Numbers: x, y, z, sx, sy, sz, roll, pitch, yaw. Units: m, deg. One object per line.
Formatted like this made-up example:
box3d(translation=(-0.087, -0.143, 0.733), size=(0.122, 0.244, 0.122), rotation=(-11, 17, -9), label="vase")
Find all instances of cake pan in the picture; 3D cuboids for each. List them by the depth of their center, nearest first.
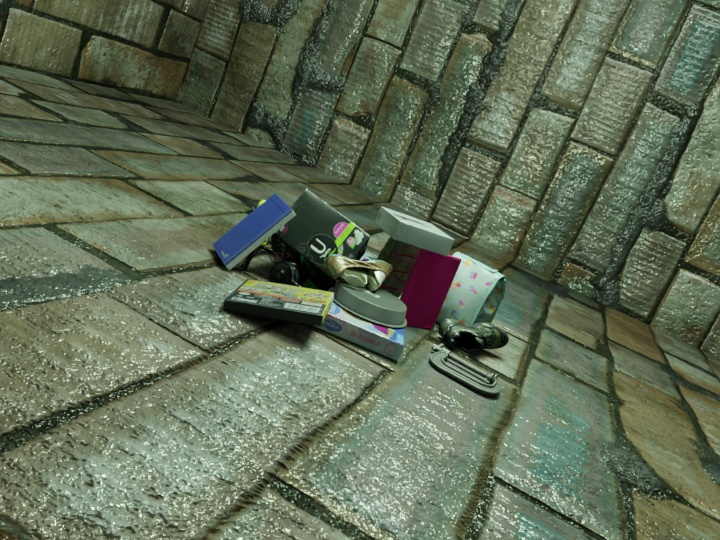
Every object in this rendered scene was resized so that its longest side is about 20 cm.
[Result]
box3d(translation=(0.022, 0.070, 1.558), size=(0.199, 0.037, 0.200), rotation=(22, 13, -5), label="cake pan")

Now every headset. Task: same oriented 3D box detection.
box3d(translation=(-0.182, 0.019, 1.578), size=(0.199, 0.094, 0.124), rotation=(39, 10, 0), label="headset")

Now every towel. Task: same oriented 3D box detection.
box3d(translation=(0.096, -0.009, 1.822), size=(0.147, 0.201, 0.037), rotation=(11, 33, -39), label="towel")

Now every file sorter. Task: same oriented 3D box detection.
box3d(translation=(0.139, 0.028, 1.739), size=(0.138, 0.202, 0.125), rotation=(12, 16, -38), label="file sorter")

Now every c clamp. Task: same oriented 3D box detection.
box3d(translation=(0.239, 0.221, 1.539), size=(0.199, 0.027, 0.170), rotation=(29, 15, 25), label="c clamp")

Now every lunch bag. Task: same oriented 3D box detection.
box3d(translation=(0.291, 0.068, 1.835), size=(0.121, 0.202, 0.170), rotation=(6, 20, -48), label="lunch bag")

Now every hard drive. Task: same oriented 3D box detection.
box3d(translation=(-0.256, -0.096, 1.600), size=(0.025, 0.200, 0.132), rotation=(53, -6, -33), label="hard drive")

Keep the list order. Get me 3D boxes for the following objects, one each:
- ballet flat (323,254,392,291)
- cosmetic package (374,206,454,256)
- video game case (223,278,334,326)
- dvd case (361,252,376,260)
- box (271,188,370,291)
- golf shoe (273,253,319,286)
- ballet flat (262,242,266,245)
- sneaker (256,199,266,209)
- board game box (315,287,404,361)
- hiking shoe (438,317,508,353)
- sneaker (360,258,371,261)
box3d(translation=(0.006, 0.011, 1.563), size=(0.199, 0.068, 0.073), rotation=(12, 36, -40), label="ballet flat")
box3d(translation=(0.133, -0.101, 1.706), size=(0.149, 0.052, 0.200), rotation=(19, 11, -17), label="cosmetic package")
box3d(translation=(-0.163, 0.063, 1.394), size=(0.198, 0.026, 0.181), rotation=(9, 14, 3), label="video game case")
box3d(translation=(0.023, -0.016, 2.002), size=(0.142, 0.018, 0.200), rotation=(9, 21, -43), label="dvd case")
box3d(translation=(-0.102, -0.069, 1.655), size=(0.199, 0.149, 0.124), rotation=(37, -20, 7), label="box")
box3d(translation=(-0.126, -0.022, 1.729), size=(0.199, 0.093, 0.073), rotation=(29, 14, 11), label="golf shoe")
box3d(translation=(-0.278, -0.104, 1.849), size=(0.067, 0.067, 0.200), rotation=(58, 12, -12), label="ballet flat")
box3d(translation=(-0.199, -0.116, 1.810), size=(0.201, 0.090, 0.078), rotation=(52, 15, -3), label="sneaker")
box3d(translation=(0.003, 0.117, 1.516), size=(0.198, 0.041, 0.200), rotation=(22, 13, -2), label="board game box")
box3d(translation=(0.297, 0.182, 1.716), size=(0.198, 0.076, 0.101), rotation=(8, 26, -19), label="hiking shoe")
box3d(translation=(0.000, 0.000, 1.770), size=(0.080, 0.089, 0.201), rotation=(33, 19, -30), label="sneaker")
